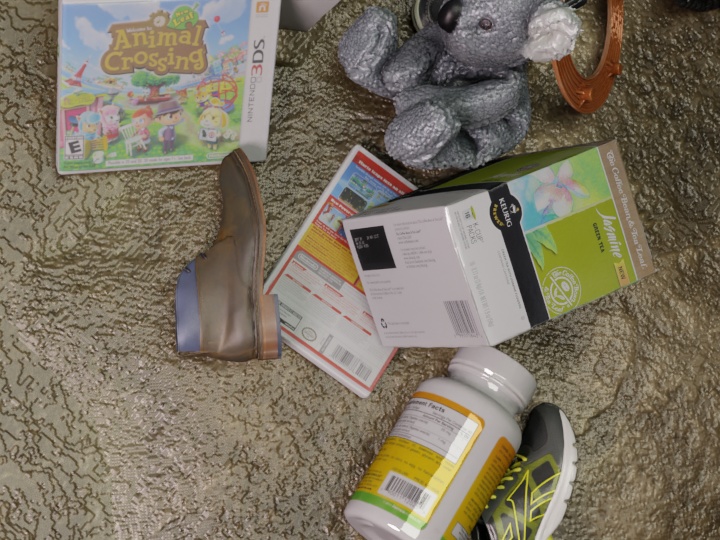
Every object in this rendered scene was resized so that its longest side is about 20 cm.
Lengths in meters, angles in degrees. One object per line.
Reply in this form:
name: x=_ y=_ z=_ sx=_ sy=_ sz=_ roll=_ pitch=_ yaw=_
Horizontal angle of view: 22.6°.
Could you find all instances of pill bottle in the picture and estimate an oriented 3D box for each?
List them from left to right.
pill bottle: x=0.080 y=0.170 z=1.665 sx=0.111 sy=0.111 sz=0.200 roll=35 pitch=72 yaw=-9

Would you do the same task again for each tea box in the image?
tea box: x=0.125 y=-0.023 z=1.644 sx=0.196 sy=0.200 sz=0.134 roll=-23 pitch=99 yaw=-25

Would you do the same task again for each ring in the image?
ring: x=0.227 y=-0.254 z=1.758 sx=0.019 sy=0.200 sz=0.201 roll=4 pitch=76 yaw=28

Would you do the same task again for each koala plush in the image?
koala plush: x=0.114 y=-0.214 z=1.671 sx=0.183 sy=0.200 sz=0.178 roll=3 pitch=44 yaw=-37

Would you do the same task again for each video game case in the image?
video game case: x=-0.175 y=-0.174 z=1.627 sx=0.199 sy=0.022 sz=0.183 roll=-5 pitch=126 yaw=-18
video game case: x=0.000 y=0.000 z=1.717 sx=0.143 sy=0.017 sz=0.200 roll=36 pitch=73 yaw=-9

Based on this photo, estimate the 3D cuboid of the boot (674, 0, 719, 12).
boot: x=0.305 y=-0.346 z=1.838 sx=0.210 sy=0.079 sz=0.159 roll=-4 pitch=82 yaw=-18

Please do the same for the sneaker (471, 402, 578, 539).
sneaker: x=0.147 y=0.218 z=1.697 sx=0.084 sy=0.074 sz=0.201 roll=16 pitch=77 yaw=-14

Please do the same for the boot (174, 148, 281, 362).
boot: x=-0.132 y=-0.013 z=1.644 sx=0.096 sy=0.075 sz=0.201 roll=-7 pitch=76 yaw=-10

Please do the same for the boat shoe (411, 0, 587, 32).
boat shoe: x=0.145 y=-0.274 z=1.786 sx=0.199 sy=0.062 sz=0.075 roll=-14 pitch=87 yaw=-18

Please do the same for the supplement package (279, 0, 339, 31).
supplement package: x=-0.087 y=-0.342 z=1.692 sx=0.121 sy=0.120 sz=0.201 roll=4 pitch=80 yaw=-19
